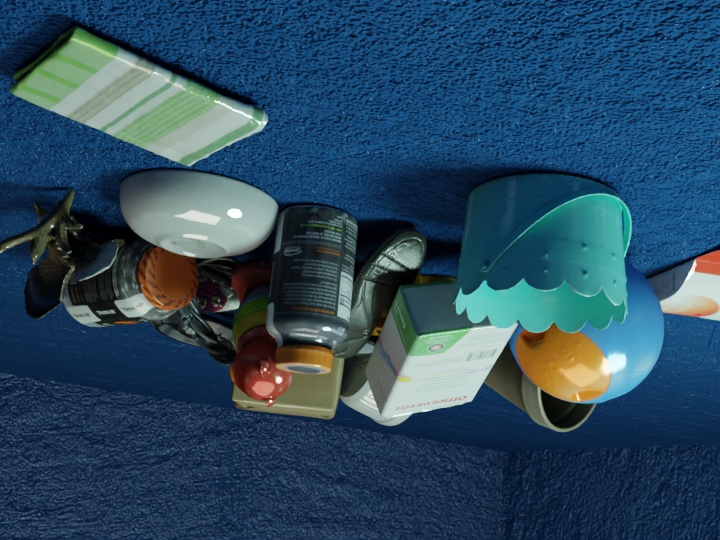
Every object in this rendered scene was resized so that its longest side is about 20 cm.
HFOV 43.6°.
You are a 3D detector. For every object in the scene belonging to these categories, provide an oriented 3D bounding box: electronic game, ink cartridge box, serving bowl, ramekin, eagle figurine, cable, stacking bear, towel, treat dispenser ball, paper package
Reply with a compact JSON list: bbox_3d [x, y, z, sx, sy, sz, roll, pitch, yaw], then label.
[{"bbox_3d":[-0.330,0.116,1.818,0.199,0.042,0.200,11,160,4],"label":"electronic game"},{"bbox_3d":[0.103,0.105,1.212,0.145,0.088,0.200,-6,142,-20],"label":"ink cartridge box"},{"bbox_3d":[-0.205,-0.059,1.128,0.199,0.066,0.200,6,164,2],"label":"serving bowl"},{"bbox_3d":[0.036,0.170,1.628,0.105,0.201,0.200,23,158,-24],"label":"ramekin"},{"bbox_3d":[-0.395,-0.025,1.210,0.151,0.152,0.200,-3,154,-9],"label":"eagle figurine"},{"bbox_3d":[-0.211,0.059,1.375,0.163,0.200,0.051,-31,-176,33],"label":"cable"},{"bbox_3d":[-0.127,0.095,1.218,0.113,0.200,0.122,1,123,-2],"label":"stacking bear"},{"bbox_3d":[0.506,0.025,1.227,0.161,0.050,0.200,8,167,-12],"label":"ink cartridge box"},{"bbox_3d":[-0.206,-0.162,0.849,0.199,0.031,0.149,21,155,-38],"label":"towel"},{"bbox_3d":[0.294,0.073,1.183,0.200,0.202,0.201,5,164,1],"label":"treat dispenser ball"},{"bbox_3d":[-0.122,0.147,1.577,0.190,0.201,0.104,6,164,-1],"label":"paper package"}]

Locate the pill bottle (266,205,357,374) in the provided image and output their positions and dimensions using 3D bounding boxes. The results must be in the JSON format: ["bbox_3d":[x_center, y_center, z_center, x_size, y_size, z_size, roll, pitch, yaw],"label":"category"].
[{"bbox_3d":[-0.063,0.027,1.136,0.106,0.201,0.106,5,164,1],"label":"pill bottle"}]

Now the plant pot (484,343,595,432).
[{"bbox_3d":[0.301,0.160,1.560,0.199,0.201,0.173,20,175,-42],"label":"plant pot"}]

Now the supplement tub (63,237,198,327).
[{"bbox_3d":[-0.339,0.017,1.330,0.199,0.123,0.122,-8,160,39],"label":"supplement tub"}]

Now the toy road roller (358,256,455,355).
[{"bbox_3d":[0.062,0.052,1.340,0.199,0.123,0.146,5,153,3],"label":"toy road roller"}]

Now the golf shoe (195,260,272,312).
[{"bbox_3d":[-0.187,0.034,1.437,0.199,0.076,0.091,-6,164,37],"label":"golf shoe"}]

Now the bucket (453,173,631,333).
[{"bbox_3d":[0.206,-0.016,1.021,0.206,0.136,0.207,5,165,1],"label":"bucket"}]

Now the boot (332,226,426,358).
[{"bbox_3d":[-0.002,0.000,1.230,0.073,0.204,0.154,24,-161,-29],"label":"boot"}]
